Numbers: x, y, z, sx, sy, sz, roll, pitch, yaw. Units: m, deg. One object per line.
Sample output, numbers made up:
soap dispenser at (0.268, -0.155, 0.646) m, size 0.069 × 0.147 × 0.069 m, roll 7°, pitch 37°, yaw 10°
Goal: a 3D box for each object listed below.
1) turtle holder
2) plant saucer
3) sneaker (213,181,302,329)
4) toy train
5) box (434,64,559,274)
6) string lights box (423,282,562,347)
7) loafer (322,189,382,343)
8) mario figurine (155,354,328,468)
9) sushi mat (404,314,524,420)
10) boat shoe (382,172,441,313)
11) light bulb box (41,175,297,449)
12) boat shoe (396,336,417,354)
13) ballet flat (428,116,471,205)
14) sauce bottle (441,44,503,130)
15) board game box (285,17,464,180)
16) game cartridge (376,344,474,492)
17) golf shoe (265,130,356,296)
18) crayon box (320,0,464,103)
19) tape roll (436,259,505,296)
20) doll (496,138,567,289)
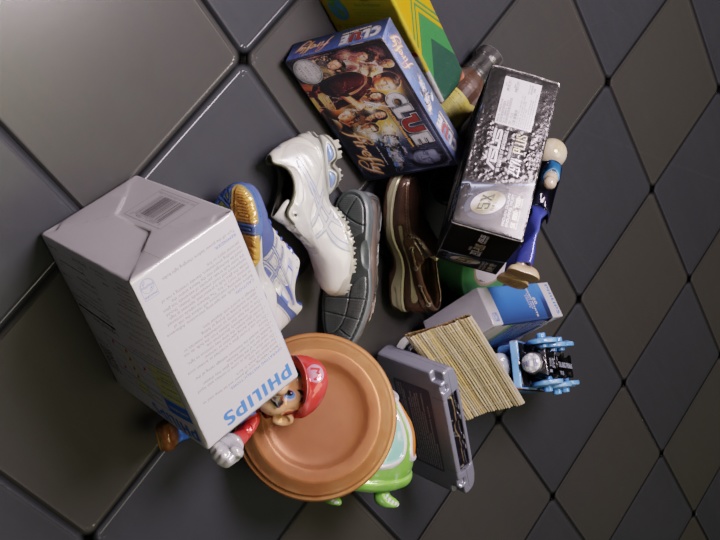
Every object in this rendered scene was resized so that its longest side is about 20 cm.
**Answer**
turtle holder at (-0.018, 0.212, 1.255) m, size 0.141 × 0.184 × 0.133 m, roll -25°, pitch 126°, yaw -74°
plant saucer at (-0.054, 0.173, 1.173) m, size 0.201 × 0.199 × 0.037 m, roll -59°, pitch 177°, yaw -12°
sneaker at (-0.116, -0.018, 1.134) m, size 0.088 × 0.075 × 0.202 m, roll -35°, pitch 133°, yaw -40°
toy train at (0.251, 0.144, 1.446) m, size 0.200 × 0.113 × 0.088 m, roll 15°, pitch 66°, yaw -64°
box at (0.162, -0.117, 1.187) m, size 0.164 × 0.085 × 0.202 m, roll 100°, pitch 5°, yaw -77°
string lights box at (0.190, 0.068, 1.384) m, size 0.199 × 0.102 × 0.059 m, roll -3°, pitch 64°, yaw -52°
loafer at (0.000, 0.000, 1.241) m, size 0.063 × 0.071 × 0.202 m, roll -3°, pitch 101°, yaw -55°
mario figurine at (-0.132, 0.135, 1.086) m, size 0.198 × 0.106 × 0.125 m, roll -12°, pitch 117°, yaw -11°
sushi mat at (0.144, 0.135, 1.325) m, size 0.200 × 0.095 × 0.012 m, roll 55°, pitch 23°, yaw -38°
boat shoe at (0.078, -0.036, 1.277) m, size 0.075 × 0.074 × 0.204 m, roll -49°, pitch 142°, yaw -47°
light bulb box at (-0.190, 0.036, 0.984) m, size 0.124 × 0.197 × 0.201 m, roll -36°, pitch 126°, yaw -27°
boat shoe at (0.133, 0.139, 1.408) m, size 0.199 × 0.060 × 0.076 m, roll 9°, pitch 97°, yaw -44°
ballet flat at (0.164, -0.176, 1.336) m, size 0.068 × 0.068 × 0.201 m, roll 30°, pitch 81°, yaw -43°
sauce bottle at (0.116, -0.217, 1.282) m, size 0.200 × 0.064 × 0.065 m, roll -48°, pitch 130°, yaw -19°
board game box at (0.020, -0.194, 1.151) m, size 0.200 × 0.134 × 0.035 m, roll 52°, pitch 45°, yaw -38°
game cartridge at (0.084, 0.198, 1.329) m, size 0.041 × 0.132 × 0.202 m, roll -36°, pitch 126°, yaw -38°
golf shoe at (-0.066, -0.059, 1.160) m, size 0.097 × 0.078 × 0.202 m, roll -21°, pitch 106°, yaw -35°
crayon box at (0.027, -0.290, 1.135) m, size 0.051 × 0.126 × 0.201 m, roll -50°, pitch 131°, yaw -21°
tape roll at (0.184, -0.055, 1.360) m, size 0.200 × 0.048 × 0.202 m, roll -37°, pitch 144°, yaw -33°
doll at (0.221, -0.079, 1.257) m, size 0.048 × 0.136 × 0.202 m, roll 20°, pitch 73°, yaw -6°
